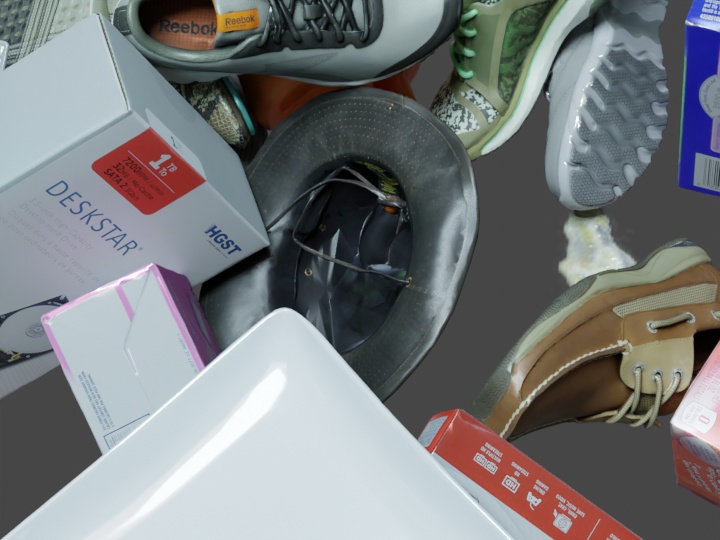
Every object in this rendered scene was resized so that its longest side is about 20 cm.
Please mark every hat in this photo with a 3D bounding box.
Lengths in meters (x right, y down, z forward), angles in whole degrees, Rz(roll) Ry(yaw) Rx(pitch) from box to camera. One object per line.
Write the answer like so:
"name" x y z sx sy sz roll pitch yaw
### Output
"hat" 0.000 0.000 0.858 0.200 0.081 0.201 -11 69 30

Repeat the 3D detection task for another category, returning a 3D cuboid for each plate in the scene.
"plate" -0.048 0.143 0.664 0.200 0.032 0.200 -41 58 -8

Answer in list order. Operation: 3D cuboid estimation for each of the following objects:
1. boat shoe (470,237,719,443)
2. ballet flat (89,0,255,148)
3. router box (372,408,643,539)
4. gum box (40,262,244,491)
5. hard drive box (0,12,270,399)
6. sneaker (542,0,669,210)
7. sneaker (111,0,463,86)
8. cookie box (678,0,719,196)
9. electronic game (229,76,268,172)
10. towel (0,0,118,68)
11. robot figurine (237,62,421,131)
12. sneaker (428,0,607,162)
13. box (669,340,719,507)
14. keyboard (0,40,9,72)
"boat shoe" 0.142 0.043 0.770 0.200 0.076 0.074 -25 62 -41
"ballet flat" -0.128 -0.142 0.924 0.075 0.068 0.200 -21 57 -4
"router box" 0.073 0.197 0.707 0.200 0.049 0.180 35 73 -6
"gum box" -0.086 0.102 0.775 0.066 0.114 0.200 -26 86 0
"hard drive box" -0.178 -0.028 0.824 0.200 0.156 0.077 -30 55 11
"sneaker" 0.143 -0.127 0.917 0.082 0.075 0.201 -11 59 49
"sneaker" -0.041 -0.138 0.820 0.199 0.079 0.074 -5 96 -2
"cookie box" 0.245 -0.163 0.839 0.075 0.171 0.200 17 67 18
"electronic game" -0.153 -0.061 0.959 0.199 0.042 0.201 -11 56 17
"towel" -0.248 -0.141 1.013 0.192 0.035 0.201 -7 61 32
"robot figurine" -0.033 -0.165 0.932 0.143 0.117 0.200 -18 73 -15
"sneaker" 0.076 -0.153 0.879 0.200 0.088 0.077 -57 32 25
"box" 0.256 0.040 0.770 0.102 0.095 0.200 28 73 25
"keyboard" -0.269 -0.053 0.955 0.056 0.011 0.201 12 91 34
